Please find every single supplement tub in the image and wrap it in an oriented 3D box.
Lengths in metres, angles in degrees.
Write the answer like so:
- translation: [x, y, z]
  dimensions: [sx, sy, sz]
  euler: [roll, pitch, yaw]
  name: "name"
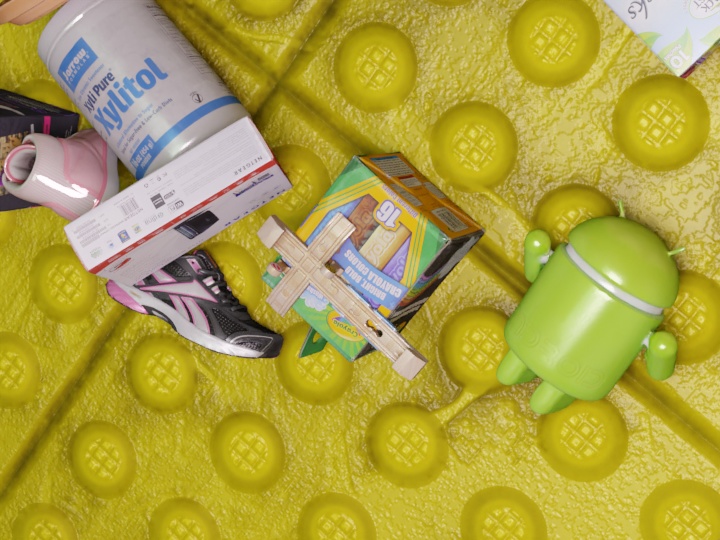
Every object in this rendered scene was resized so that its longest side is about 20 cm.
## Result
- translation: [-0.216, -0.182, 1.417]
  dimensions: [0.132, 0.132, 0.200]
  euler: [-44, 81, 20]
  name: "supplement tub"

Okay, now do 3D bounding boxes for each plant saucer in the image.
- translation: [-0.276, -0.300, 1.396]
  dimensions: [0.200, 0.200, 0.032]
  euler: [-26, 110, 22]
  name: "plant saucer"

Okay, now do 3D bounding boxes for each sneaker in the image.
- translation: [-0.305, -0.111, 1.419]
  dimensions: [0.105, 0.200, 0.075]
  euler: [24, 105, -22]
  name: "sneaker"
- translation: [-0.167, 0.025, 1.455]
  dimensions: [0.200, 0.080, 0.086]
  euler: [25, 94, 11]
  name: "sneaker"

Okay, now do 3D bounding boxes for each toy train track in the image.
- translation: [-0.021, 0.025, 1.286]
  dimensions: [0.200, 0.033, 0.115]
  euler: [43, 109, 10]
  name: "toy train track"

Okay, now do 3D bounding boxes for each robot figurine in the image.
- translation: [0.210, 0.037, 1.285]
  dimensions: [0.175, 0.116, 0.200]
  euler: [41, 109, 25]
  name: "robot figurine"

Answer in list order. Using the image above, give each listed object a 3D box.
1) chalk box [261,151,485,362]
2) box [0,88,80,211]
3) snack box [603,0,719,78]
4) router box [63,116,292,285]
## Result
- translation: [0.000, 0.000, 1.358]
  dimensions: [0.124, 0.125, 0.200]
  euler: [43, 108, 11]
  name: "chalk box"
- translation: [-0.401, -0.126, 1.458]
  dimensions: [0.122, 0.200, 0.106]
  euler: [18, 103, 19]
  name: "box"
- translation: [0.270, -0.292, 1.254]
  dimensions: [0.142, 0.053, 0.200]
  euler: [-45, 80, 20]
  name: "snack box"
- translation: [-0.169, -0.063, 1.356]
  dimensions: [0.200, 0.179, 0.049]
  euler: [-31, 84, 1]
  name: "router box"
